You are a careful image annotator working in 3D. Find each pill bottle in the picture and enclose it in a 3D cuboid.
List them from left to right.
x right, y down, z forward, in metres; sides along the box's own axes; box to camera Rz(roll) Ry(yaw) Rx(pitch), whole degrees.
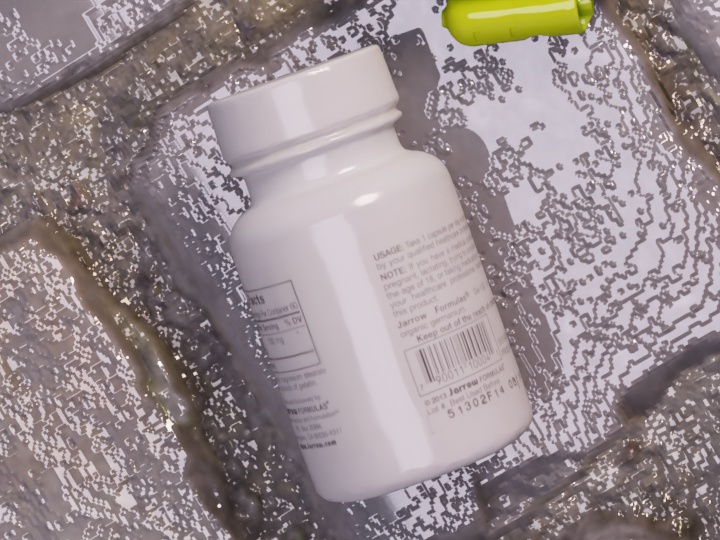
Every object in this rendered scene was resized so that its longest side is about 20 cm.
[{"bbox_3d":[0.000,0.000,1.427,0.114,0.114,0.201,-18,95,14],"label":"pill bottle"}]

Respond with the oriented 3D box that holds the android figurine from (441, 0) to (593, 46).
[{"bbox_3d":[0.060,-0.199,1.423,0.199,0.041,0.183,-8,97,12],"label":"android figurine"}]
